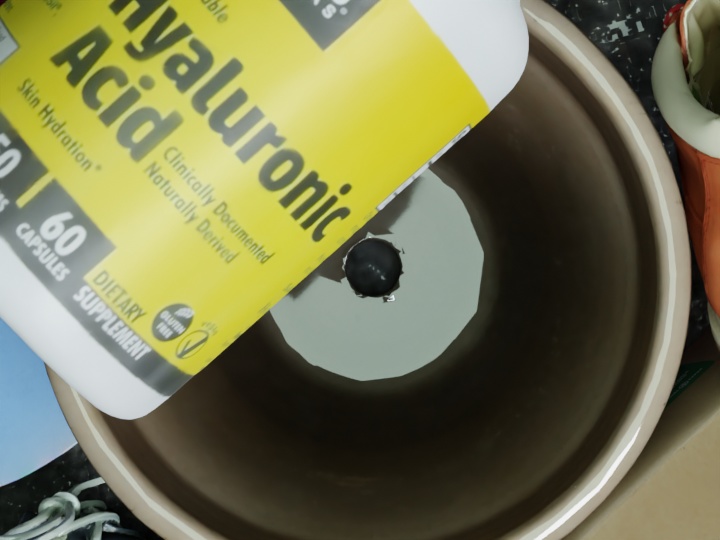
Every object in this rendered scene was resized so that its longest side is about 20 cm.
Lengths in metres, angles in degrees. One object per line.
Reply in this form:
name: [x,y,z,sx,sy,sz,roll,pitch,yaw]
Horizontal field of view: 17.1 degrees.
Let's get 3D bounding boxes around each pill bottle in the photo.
pill bottle: [-0.025,-0.063,0.654,0.200,0.111,0.111,-42,90,1]

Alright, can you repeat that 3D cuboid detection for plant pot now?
plant pot: [0.000,0.000,0.795,0.199,0.175,0.202,0,91,0]

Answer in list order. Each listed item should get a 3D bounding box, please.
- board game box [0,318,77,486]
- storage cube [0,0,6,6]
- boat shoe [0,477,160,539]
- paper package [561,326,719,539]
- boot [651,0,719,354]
board game box: [-0.164,-0.015,0.866,0.157,0.039,0.201,0,81,0]
storage cube: [-0.171,-0.165,0.783,0.178,0.171,0.201,-7,80,-4]
boat shoe: [-0.115,0.111,0.850,0.199,0.075,0.062,-12,93,14]
paper package: [0.166,0.107,0.804,0.200,0.103,0.191,-42,91,-16]
boot: [0.132,-0.060,0.779,0.075,0.200,0.108,-17,120,14]
